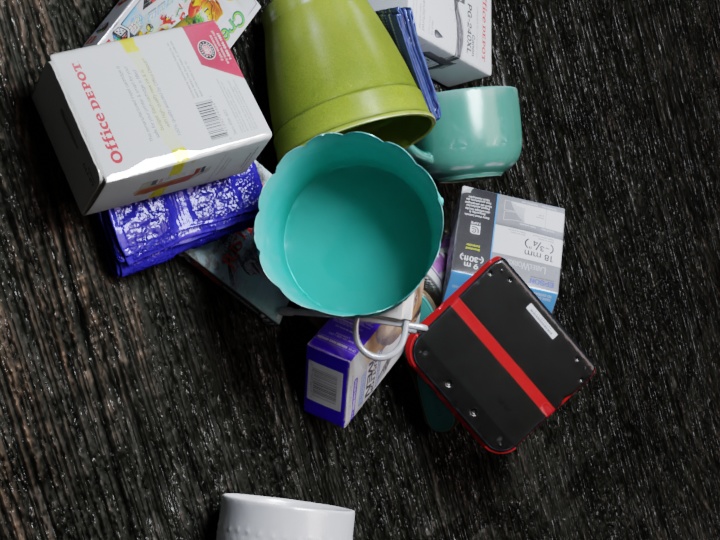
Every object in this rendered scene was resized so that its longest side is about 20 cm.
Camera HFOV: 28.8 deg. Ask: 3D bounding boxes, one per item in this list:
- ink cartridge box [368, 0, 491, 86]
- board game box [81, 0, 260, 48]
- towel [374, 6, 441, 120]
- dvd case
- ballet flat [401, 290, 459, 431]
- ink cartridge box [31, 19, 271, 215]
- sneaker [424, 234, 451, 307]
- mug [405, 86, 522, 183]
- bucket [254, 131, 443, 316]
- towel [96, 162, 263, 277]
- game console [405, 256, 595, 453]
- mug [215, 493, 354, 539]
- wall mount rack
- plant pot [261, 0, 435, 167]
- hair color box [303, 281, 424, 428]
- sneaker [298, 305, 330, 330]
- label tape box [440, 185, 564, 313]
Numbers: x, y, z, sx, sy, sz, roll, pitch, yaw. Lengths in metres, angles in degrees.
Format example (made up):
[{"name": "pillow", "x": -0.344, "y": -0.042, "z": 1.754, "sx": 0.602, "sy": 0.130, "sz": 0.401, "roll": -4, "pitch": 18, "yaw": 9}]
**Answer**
[{"name": "ink cartridge box", "x": 0.096, "y": -0.356, "z": 1.927, "sx": 0.199, "sy": 0.083, "sz": 0.148, "roll": 18, "pitch": 69, "yaw": -48}, {"name": "board game box", "x": -0.204, "y": -0.268, "z": 1.539, "sx": 0.127, "sy": 0.034, "sz": 0.201, "roll": 50, "pitch": 59, "yaw": -33}, {"name": "towel", "x": 0.037, "y": -0.258, "z": 1.754, "sx": 0.024, "sy": 0.200, "sz": 0.147, "roll": -24, "pitch": 106, "yaw": -18}, {"name": "dvd case", "x": -0.133, "y": -0.048, "z": 1.601, "sx": 0.200, "sy": 0.022, "sz": 0.147, "roll": 41, "pitch": 63, "yaw": -39}, {"name": "ballet flat", "x": 0.094, "y": 0.112, "z": 1.848, "sx": 0.072, "sy": 0.067, "sz": 0.203, "roll": -47, "pitch": 121, "yaw": -68}, {"name": "ink cartridge box", "x": -0.213, "y": -0.157, "z": 1.422, "sx": 0.198, "sy": 0.083, "sz": 0.147, "roll": -18, "pitch": 76, "yaw": -34}, {"name": "sneaker", "x": 0.093, "y": -0.009, "z": 1.864, "sx": 0.200, "sy": 0.072, "sz": 0.116, "roll": 44, "pitch": 49, "yaw": -51}, {"name": "mug", "x": 0.127, "y": -0.178, "z": 1.893, "sx": 0.152, "sy": 0.182, "sz": 0.116, "roll": -149, "pitch": -128, "yaw": -89}, {"name": "bucket", "x": -0.008, "y": -0.043, "z": 1.513, "sx": 0.135, "sy": 0.204, "sz": 0.211, "roll": 58, "pitch": 27, "yaw": -83}, {"name": "towel", "x": -0.194, "y": -0.092, "z": 1.492, "sx": 0.198, "sy": 0.049, "sz": 0.150, "roll": -22, "pitch": 101, "yaw": -35}, {"name": "game console", "x": 0.173, "y": 0.111, "z": 1.759, "sx": 0.177, "sy": 0.031, "sz": 0.200, "roll": -42, "pitch": 99, "yaw": -3}, {"name": "mug", "x": -0.063, "y": 0.341, "z": 1.503, "sx": 0.197, "sy": 0.148, "sz": 0.178, "roll": 9, "pitch": 83, "yaw": -14}, {"name": "wall mount rack", "x": 0.000, "y": 0.000, "z": 1.612, "sx": 0.171, "sy": 0.075, "sz": 0.203, "roll": 9, "pitch": 83, "yaw": -6}, {"name": "plant pot", "x": -0.032, "y": -0.236, "z": 1.673, "sx": 0.199, "sy": 0.199, "sz": 0.196, "roll": -6, "pitch": 76, "yaw": -52}, {"name": "hair color box", "x": 0.006, "y": 0.083, "z": 1.702, "sx": 0.200, "sy": 0.064, "sz": 0.110, "roll": -51, "pitch": 154, "yaw": -45}, {"name": "sneaker", "x": -0.026, "y": -0.017, "z": 1.730, "sx": 0.202, "sy": 0.070, "sz": 0.076, "roll": -65, "pitch": 147, "yaw": -29}, {"name": "label tape box", "x": 0.183, "y": 0.003, "z": 1.801, "sx": 0.142, "sy": 0.064, "sz": 0.202, "roll": 12, "pitch": 58, "yaw": -3}]
